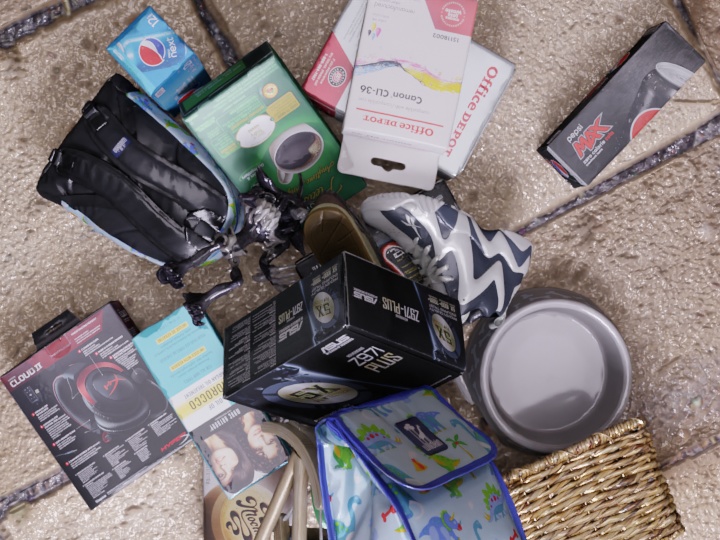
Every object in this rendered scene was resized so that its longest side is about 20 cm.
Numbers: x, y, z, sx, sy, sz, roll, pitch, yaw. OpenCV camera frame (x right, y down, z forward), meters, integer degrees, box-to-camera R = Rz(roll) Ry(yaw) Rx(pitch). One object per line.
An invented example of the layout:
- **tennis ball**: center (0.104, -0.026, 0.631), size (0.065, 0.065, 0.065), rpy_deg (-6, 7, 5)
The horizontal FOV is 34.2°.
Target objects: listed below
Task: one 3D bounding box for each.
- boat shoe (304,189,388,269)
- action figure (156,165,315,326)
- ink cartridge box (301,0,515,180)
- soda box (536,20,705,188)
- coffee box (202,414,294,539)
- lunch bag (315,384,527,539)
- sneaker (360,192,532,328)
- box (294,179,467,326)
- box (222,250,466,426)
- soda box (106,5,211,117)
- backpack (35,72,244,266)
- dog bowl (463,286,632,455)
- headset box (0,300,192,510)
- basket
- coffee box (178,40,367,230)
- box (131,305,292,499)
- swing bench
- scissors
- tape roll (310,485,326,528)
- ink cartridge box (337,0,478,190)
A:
- **boat shoe**: center (0.000, 0.000, 1.260), size (0.073, 0.065, 0.200), rpy_deg (-10, 126, 17)
- **action figure**: center (-0.107, -0.026, 1.216), size (0.200, 0.102, 0.119), rpy_deg (-41, 125, -23)
- **ink cartridge box**: center (0.051, -0.210, 1.318), size (0.200, 0.083, 0.146), rpy_deg (29, 89, -3)
- **soda box**: center (0.298, -0.188, 1.344), size (0.071, 0.063, 0.200), rpy_deg (43, 89, -3)
- **coffee box**: center (-0.119, 0.228, 1.317), size (0.113, 0.080, 0.201), rpy_deg (0, 91, -2)
- **lunch bag**: center (0.052, 0.214, 1.102), size (0.127, 0.170, 0.201), rpy_deg (-30, 78, 35)
- **sneaker**: center (0.083, 0.002, 1.267), size (0.199, 0.079, 0.130), rpy_deg (21, 73, -19)
- **box**: center (0.046, 0.011, 1.340), size (0.200, 0.049, 0.160), rpy_deg (-31, 95, -3)
- **box**: center (-0.019, 0.081, 1.201), size (0.163, 0.200, 0.086), rpy_deg (24, 50, -36)
- **soda box**: center (-0.210, -0.217, 1.244), size (0.064, 0.200, 0.068), rpy_deg (-44, 93, -1)
- **backpack**: center (-0.221, -0.089, 1.285), size (0.200, 0.154, 0.163), rpy_deg (34, 92, 17)
- **dog bowl**: center (0.220, 0.119, 1.348), size (0.199, 0.059, 0.201), rpy_deg (0, 91, -4)
- **headset box**: center (-0.291, 0.139, 1.308), size (0.148, 0.075, 0.200), rpy_deg (-35, 93, -2)
- **basket**: center (0.232, 0.249, 1.306), size (0.199, 0.143, 0.149), rpy_deg (-24, 97, -6)
- **coffee box**: center (-0.093, -0.136, 1.276), size (0.123, 0.044, 0.200), rpy_deg (-35, 126, 6)
- **box**: center (-0.157, 0.137, 1.251), size (0.082, 0.049, 0.200), rpy_deg (-32, 88, -3)
- **swing bench**: center (-0.008, 0.267, 1.209), size (0.198, 0.130, 0.201), rpy_deg (11, 92, -40)
- **scissors**: center (0.082, 0.057, 1.313), size (0.073, 0.014, 0.200), rpy_deg (-43, 93, -3)
- **tape roll**: center (0.042, 0.245, 1.344), size (0.199, 0.048, 0.201), rpy_deg (0, 91, -4)
- **ink cartridge box**: center (0.047, -0.194, 1.242), size (0.116, 0.067, 0.201), rpy_deg (11, 91, -3)
